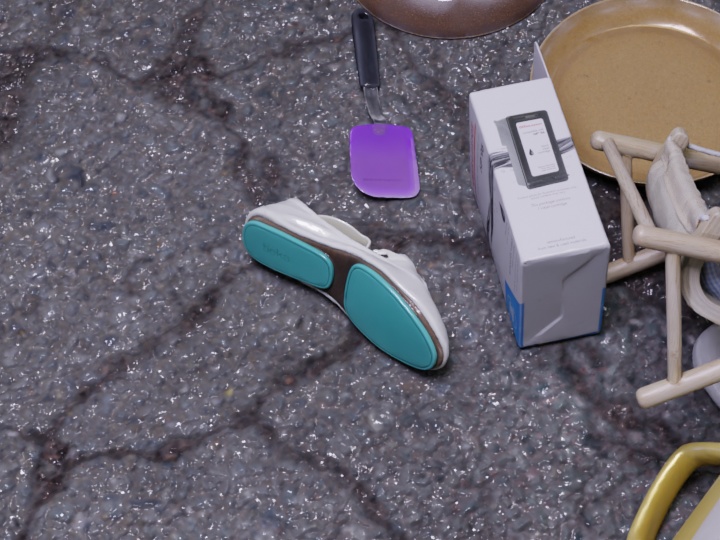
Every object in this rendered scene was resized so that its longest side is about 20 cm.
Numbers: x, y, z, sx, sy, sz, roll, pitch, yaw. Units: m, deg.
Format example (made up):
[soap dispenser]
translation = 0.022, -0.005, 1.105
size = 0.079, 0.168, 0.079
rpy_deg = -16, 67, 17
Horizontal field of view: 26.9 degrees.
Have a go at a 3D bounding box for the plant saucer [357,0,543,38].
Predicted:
[plant saucer]
translation = 0.081, -0.292, 1.346
size = 0.198, 0.032, 0.202
rpy_deg = -2, 55, 3

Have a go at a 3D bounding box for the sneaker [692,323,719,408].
[sneaker]
translation = 0.320, 0.090, 1.041
size = 0.075, 0.089, 0.200
rpy_deg = -41, 63, -20

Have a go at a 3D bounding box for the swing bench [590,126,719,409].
[swing bench]
translation = 0.273, -0.016, 1.044
size = 0.198, 0.131, 0.199
rpy_deg = -5, 25, 2

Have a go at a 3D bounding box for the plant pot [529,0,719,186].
[plant pot]
translation = 0.238, -0.145, 1.240
size = 0.198, 0.028, 0.202
rpy_deg = -2, 57, 2

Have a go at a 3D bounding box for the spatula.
[spatula]
translation = 0.010, -0.145, 1.257
size = 0.056, 0.021, 0.202
rpy_deg = 0, 53, -11

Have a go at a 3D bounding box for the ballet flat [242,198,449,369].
[ballet flat]
translation = 0.000, 0.000, 1.144
size = 0.199, 0.070, 0.069
rpy_deg = 32, 64, 23

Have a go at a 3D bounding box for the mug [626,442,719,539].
[mug]
translation = 0.266, 0.157, 0.951
size = 0.185, 0.150, 0.154
rpy_deg = 24, 71, 24

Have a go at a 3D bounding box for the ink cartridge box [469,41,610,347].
[ink cartridge box]
translation = 0.127, -0.060, 1.137
size = 0.067, 0.116, 0.202
rpy_deg = -11, 55, -3
